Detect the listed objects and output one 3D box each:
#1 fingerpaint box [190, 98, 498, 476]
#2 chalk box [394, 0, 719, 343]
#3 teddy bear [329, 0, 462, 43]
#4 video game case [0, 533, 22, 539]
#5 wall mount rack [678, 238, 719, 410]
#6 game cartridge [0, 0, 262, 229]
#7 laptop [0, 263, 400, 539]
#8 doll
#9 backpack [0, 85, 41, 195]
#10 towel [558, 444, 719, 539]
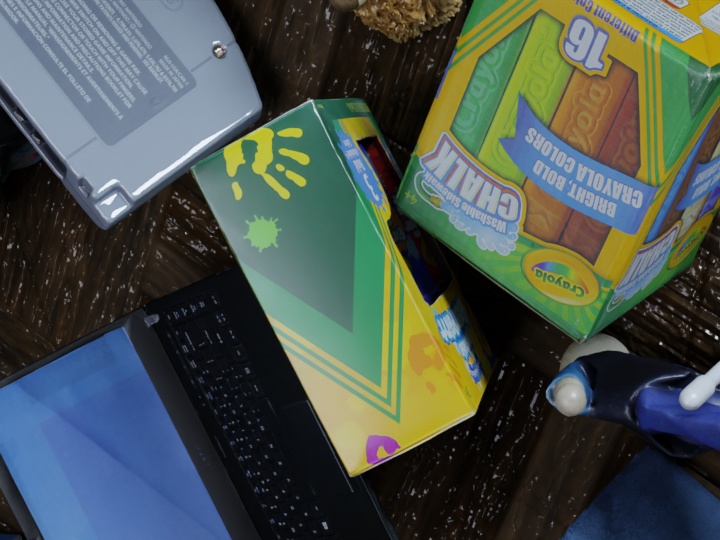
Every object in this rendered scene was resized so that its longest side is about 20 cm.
[{"bbox_3d":[0.000,0.000,1.047,0.073,0.200,0.168,-27,91,9],"label":"fingerpaint box"},{"bbox_3d":[0.108,-0.058,0.994,0.124,0.124,0.201,34,125,20],"label":"chalk box"},{"bbox_3d":[-0.019,-0.211,1.064,0.144,0.067,0.202,-6,104,40],"label":"teddy bear"},{"bbox_3d":[-0.305,0.281,1.486,0.198,0.045,0.183,-3,105,37],"label":"video game case"},{"bbox_3d":[0.236,0.013,0.910,0.198,0.175,0.075,16,161,30],"label":"wall mount rack"},{"bbox_3d":[-0.153,-0.137,1.152,0.201,0.133,0.040,52,163,5],"label":"game cartridge"},{"bbox_3d":[-0.096,0.110,1.076,0.199,0.103,0.179,-20,99,56],"label":"laptop"},{"bbox_3d":[0.161,0.067,1.010,0.200,0.135,0.049,15,96,63],"label":"doll"},{"bbox_3d":[-0.276,-0.102,1.241,0.176,0.153,0.200,52,131,8],"label":"backpack"},{"bbox_3d":[0.188,0.190,1.042,0.200,0.111,0.049,44,138,14],"label":"towel"}]
